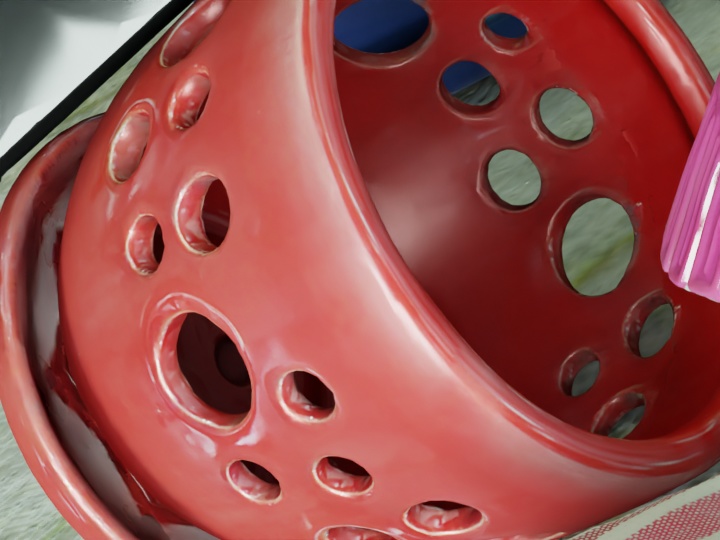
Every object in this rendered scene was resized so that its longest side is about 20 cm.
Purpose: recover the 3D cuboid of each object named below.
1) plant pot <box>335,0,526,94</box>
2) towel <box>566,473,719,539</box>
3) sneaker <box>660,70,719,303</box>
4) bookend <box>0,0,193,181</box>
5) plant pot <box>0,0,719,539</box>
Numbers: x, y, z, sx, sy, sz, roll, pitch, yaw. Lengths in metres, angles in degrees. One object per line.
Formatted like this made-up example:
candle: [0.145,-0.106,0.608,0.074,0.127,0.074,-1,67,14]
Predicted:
plant pot: [0.027,-0.188,1.181,0.200,0.180,0.200,-27,26,30]
towel: [0.129,0.062,0.656,0.146,0.030,0.200,-16,9,-30]
sneaker: [0.142,-0.011,0.757,0.200,0.088,0.081,-103,27,-61]
bookend: [-0.122,-0.149,0.834,0.200,0.199,0.092,-42,4,12]
plant pot: [0.000,0.000,0.852,0.182,0.200,0.201,-29,24,41]
